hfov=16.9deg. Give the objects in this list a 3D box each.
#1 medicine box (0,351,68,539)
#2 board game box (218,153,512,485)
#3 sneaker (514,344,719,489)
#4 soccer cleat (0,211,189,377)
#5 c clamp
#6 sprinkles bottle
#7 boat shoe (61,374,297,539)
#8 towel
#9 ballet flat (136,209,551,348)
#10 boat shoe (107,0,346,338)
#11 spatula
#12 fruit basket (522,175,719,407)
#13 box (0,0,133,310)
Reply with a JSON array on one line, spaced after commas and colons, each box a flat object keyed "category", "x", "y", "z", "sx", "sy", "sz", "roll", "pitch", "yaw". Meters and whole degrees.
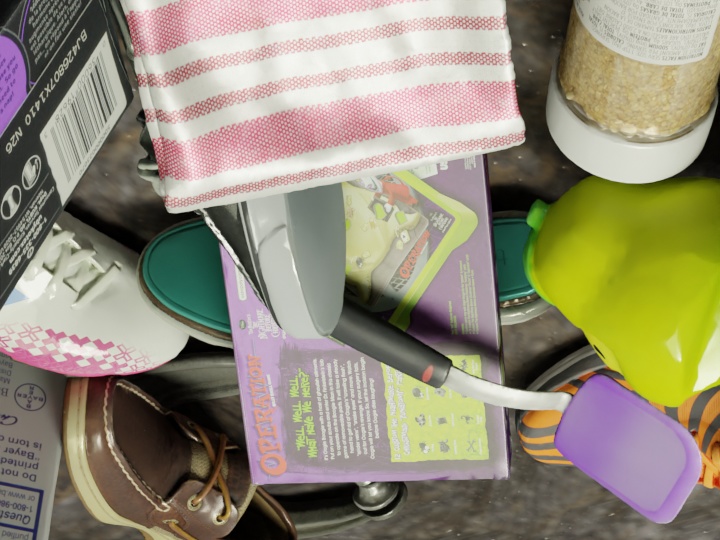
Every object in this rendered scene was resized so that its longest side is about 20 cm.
[{"category": "medicine box", "x": -0.210, "y": 0.135, "z": 1.183, "sx": 0.103, "sy": 0.200, "sz": 0.182, "roll": 12, "pitch": 143, "yaw": -9}, {"category": "board game box", "x": 0.000, "y": 0.000, "z": 1.052, "sx": 0.120, "sy": 0.032, "sz": 0.200, "roll": -3, "pitch": 115, "yaw": 5}, {"category": "sneaker", "x": 0.167, "y": 0.088, "z": 1.150, "sx": 0.200, "sy": 0.112, "sz": 0.078, "roll": -12, "pitch": 140, "yaw": 21}, {"category": "soccer cleat", "x": -0.162, "y": -0.009, "z": 1.094, "sx": 0.200, "sy": 0.070, "sz": 0.086, "roll": 19, "pitch": 144, "yaw": -17}, {"category": "c clamp", "x": -0.038, "y": 0.086, "z": 1.241, "sx": 0.171, "sy": 0.027, "sz": 0.200, "roll": -7, "pitch": 142, "yaw": 18}, {"category": "sprinkles bottle", "x": 0.116, "y": -0.119, "z": 0.917, "sx": 0.068, "sy": 0.068, "sz": 0.200, "roll": 6, "pitch": 143, "yaw": -1}, {"category": "boat shoe", "x": -0.085, "y": 0.101, "z": 1.202, "sx": 0.072, "sy": 0.072, "sz": 0.200, "roll": -8, "pitch": 147, "yaw": 17}, {"category": "towel", "x": -0.018, "y": -0.116, "z": 0.889, "sx": 0.146, "sy": 0.030, "sz": 0.200, "roll": -11, "pitch": 122, "yaw": -4}, {"category": "ballet flat", "x": -0.001, "y": 0.009, "z": 1.114, "sx": 0.200, "sy": 0.070, "sz": 0.069, "roll": -3, "pitch": 143, "yaw": 10}, {"category": "boat shoe", "x": -0.060, "y": -0.060, "z": 0.978, "sx": 0.068, "sy": 0.074, "sz": 0.200, "roll": -7, "pitch": 121, "yaw": 21}, {"category": "spatula", "x": 0.053, "y": 0.048, "z": 1.037, "sx": 0.200, "sy": 0.021, "sz": 0.057, "roll": 24, "pitch": 132, "yaw": -1}, {"category": "fruit basket", "x": 0.169, "y": 0.031, "z": 0.997, "sx": 0.215, "sy": 0.156, "sz": 0.216, "roll": -7, "pitch": -178, "yaw": 0}, {"category": "box", "x": -0.205, "y": -0.082, "z": 0.913, "sx": 0.200, "sy": 0.122, "sz": 0.106, "roll": 18, "pitch": 147, "yaw": 19}]
